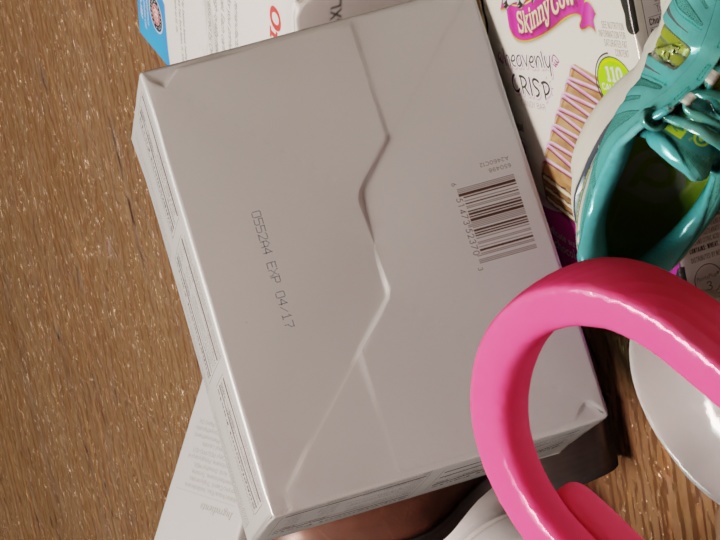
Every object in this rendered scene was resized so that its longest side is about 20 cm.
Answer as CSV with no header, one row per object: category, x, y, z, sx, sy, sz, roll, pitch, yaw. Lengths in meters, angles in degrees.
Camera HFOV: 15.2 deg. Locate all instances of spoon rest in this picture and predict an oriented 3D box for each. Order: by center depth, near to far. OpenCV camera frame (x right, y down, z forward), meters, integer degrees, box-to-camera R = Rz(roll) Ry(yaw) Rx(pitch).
spoon rest,0.157,0.029,1.031,0.100,0.060,0.200,54,147,15

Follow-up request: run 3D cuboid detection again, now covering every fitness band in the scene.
fitness band,0.124,0.083,1.016,0.200,0.037,0.144,40,137,21

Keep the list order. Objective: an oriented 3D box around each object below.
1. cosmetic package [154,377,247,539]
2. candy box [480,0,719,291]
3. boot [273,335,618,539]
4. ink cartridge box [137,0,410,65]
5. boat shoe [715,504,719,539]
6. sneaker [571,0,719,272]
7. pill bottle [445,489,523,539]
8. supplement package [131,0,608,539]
cosmetic package,-0.033,0.102,1.341,0.074,0.101,0.201,13,83,52
candy box,0.112,-0.082,1.147,0.136,0.061,0.201,19,124,64
boot,0.020,0.026,1.283,0.068,0.187,0.201,-156,48,-76
ink cartridge box,-0.045,-0.145,1.435,0.200,0.084,0.146,50,150,41
boat shoe,0.181,0.150,1.155,0.075,0.074,0.203,47,148,34
sneaker,0.137,-0.069,1.015,0.080,0.077,0.201,-68,2,-58
pill bottle,0.036,0.121,1.418,0.200,0.112,0.113,44,145,49
supplement package,0.000,0.000,1.200,0.111,0.155,0.201,122,132,-76
